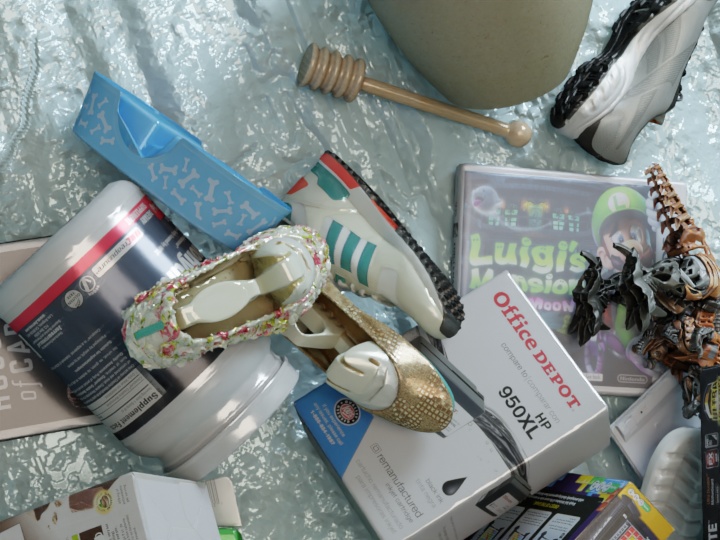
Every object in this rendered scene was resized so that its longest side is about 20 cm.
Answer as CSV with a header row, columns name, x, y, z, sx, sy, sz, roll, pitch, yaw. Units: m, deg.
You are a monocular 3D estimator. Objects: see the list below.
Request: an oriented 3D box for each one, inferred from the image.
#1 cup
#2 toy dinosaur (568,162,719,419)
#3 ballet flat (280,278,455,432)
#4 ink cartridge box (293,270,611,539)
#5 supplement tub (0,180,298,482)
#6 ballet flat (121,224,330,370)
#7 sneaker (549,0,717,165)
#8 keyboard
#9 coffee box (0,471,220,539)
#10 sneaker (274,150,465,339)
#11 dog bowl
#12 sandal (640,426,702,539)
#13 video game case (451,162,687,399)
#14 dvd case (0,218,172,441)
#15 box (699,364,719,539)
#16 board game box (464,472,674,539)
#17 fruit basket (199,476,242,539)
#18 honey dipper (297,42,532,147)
name,x,y,z,sx,sy,sz,roll,pitch,yaw
cup,0.102,-0.212,1.633,0.200,0.200,0.143,-24,118,-16
toy dinosaur,0.247,0.021,1.679,0.136,0.102,0.200,-2,59,-30
ballet flat,-0.018,0.056,1.542,0.200,0.071,0.065,40,31,20
ink cartridge box,0.072,0.117,1.595,0.200,0.084,0.145,-32,66,-7
supplement tub,-0.156,0.046,1.526,0.140,0.140,0.200,-45,97,-14
ballet flat,-0.080,0.017,1.459,0.200,0.064,0.076,-30,93,-40
sneaker,0.242,-0.174,1.719,0.079,0.074,0.200,42,82,-18
keyboard,0.285,0.090,1.717,0.200,0.011,0.056,-40,110,-22
coffee box,-0.210,0.214,1.472,0.200,0.113,0.080,-22,73,18
sneaker,0.000,0.000,1.599,0.093,0.070,0.200,-41,56,5
dog bowl,-0.139,-0.078,1.556,0.200,0.111,0.050,37,94,34
sandal,0.230,0.218,1.686,0.082,0.050,0.203,24,96,-32
video game case,0.171,0.010,1.702,0.200,0.023,0.182,4,84,-14
dvd case,-0.231,0.048,1.591,0.200,0.025,0.151,-9,88,-17
box,0.349,0.188,1.646,0.198,0.050,0.200,18,65,-41
board game box,0.129,0.230,1.580,0.057,0.200,0.165,46,77,-10
fruit basket,-0.174,0.266,1.566,0.200,0.094,0.186,-14,81,5
honey dipper,0.048,-0.137,1.675,0.200,0.038,0.038,16,81,-15
